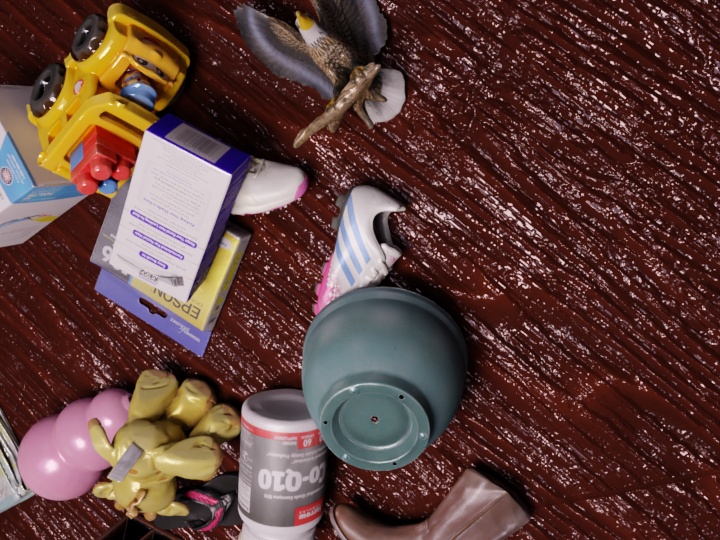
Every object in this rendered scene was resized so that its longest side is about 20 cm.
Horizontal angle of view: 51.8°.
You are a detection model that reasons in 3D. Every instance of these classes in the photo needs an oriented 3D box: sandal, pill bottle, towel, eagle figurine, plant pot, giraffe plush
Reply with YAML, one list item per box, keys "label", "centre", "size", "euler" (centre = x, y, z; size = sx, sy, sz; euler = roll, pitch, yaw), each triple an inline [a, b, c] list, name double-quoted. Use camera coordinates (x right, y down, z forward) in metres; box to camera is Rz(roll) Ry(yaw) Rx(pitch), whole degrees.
- label: "sandal"
  centre: [-0.230, 0.340, 1.056]
  size: [0.200, 0.045, 0.075]
  euler: [-19, 93, 23]
- label: "pill bottle"
  centre: [-0.099, 0.265, 0.954]
  size: [0.114, 0.114, 0.200]
  euler: [9, 104, 19]
- label: "towel"
  centre: [-0.625, 0.320, 1.204]
  size: [0.200, 0.048, 0.171]
  euler: [-30, 86, 23]
- label: "eagle figurine"
  centre: [-0.042, -0.258, 0.836]
  size: [0.152, 0.151, 0.200]
  euler: [-18, 58, -15]
- label: "plant pot"
  centre: [0.021, 0.138, 0.838]
  size: [0.200, 0.134, 0.201]
  euler: [3, 118, 6]
- label: "giraffe plush"
  centre: [-0.271, 0.257, 0.992]
  size: [0.172, 0.200, 0.162]
  euler: [34, 129, 16]

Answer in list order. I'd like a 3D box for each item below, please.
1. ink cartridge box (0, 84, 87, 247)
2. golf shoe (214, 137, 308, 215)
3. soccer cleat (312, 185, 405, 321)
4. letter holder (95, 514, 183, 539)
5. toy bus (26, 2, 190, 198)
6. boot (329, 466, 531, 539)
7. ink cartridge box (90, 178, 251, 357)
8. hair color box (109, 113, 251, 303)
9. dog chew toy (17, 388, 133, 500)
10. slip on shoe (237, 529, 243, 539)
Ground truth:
- label: "ink cartridge box"
  centre: [-0.482, -0.133, 1.000]
  size: [0.200, 0.146, 0.147]
  euler: [-29, 90, 24]
- label: "golf shoe"
  centre: [-0.164, -0.119, 0.903]
  size: [0.200, 0.075, 0.092]
  euler: [1, 135, 14]
- label: "soccer cleat"
  centre: [0.000, 0.000, 0.885]
  size: [0.086, 0.070, 0.200]
  euler: [17, 106, 17]
- label: "letter holder"
  centre: [-0.358, 0.487, 1.082]
  size: [0.100, 0.142, 0.200]
  euler: [22, 108, 16]
- label: "toy bus"
  centre: [-0.294, -0.182, 0.881]
  size: [0.200, 0.136, 0.192]
  euler: [-41, 46, 21]
- label: "boot"
  centre: [0.085, 0.297, 0.917]
  size: [0.186, 0.064, 0.200]
  euler: [36, 115, -4]
- label: "ink cartridge box"
  centre: [-0.267, -0.008, 1.001]
  size: [0.197, 0.047, 0.200]
  euler: [29, 107, 12]
- label: "hair color box"
  centre: [-0.216, -0.070, 0.879]
  size: [0.109, 0.065, 0.200]
  euler: [28, 123, -1]
- label: "dog chew toy"
  centre: [-0.392, 0.241, 1.062]
  size: [0.200, 0.125, 0.125]
  euler: [-36, 87, 15]
- label: "slip on shoe"
  centre: [-0.097, 0.431, 1.018]
  size: [0.200, 0.074, 0.061]
  euler: [45, 135, 6]
